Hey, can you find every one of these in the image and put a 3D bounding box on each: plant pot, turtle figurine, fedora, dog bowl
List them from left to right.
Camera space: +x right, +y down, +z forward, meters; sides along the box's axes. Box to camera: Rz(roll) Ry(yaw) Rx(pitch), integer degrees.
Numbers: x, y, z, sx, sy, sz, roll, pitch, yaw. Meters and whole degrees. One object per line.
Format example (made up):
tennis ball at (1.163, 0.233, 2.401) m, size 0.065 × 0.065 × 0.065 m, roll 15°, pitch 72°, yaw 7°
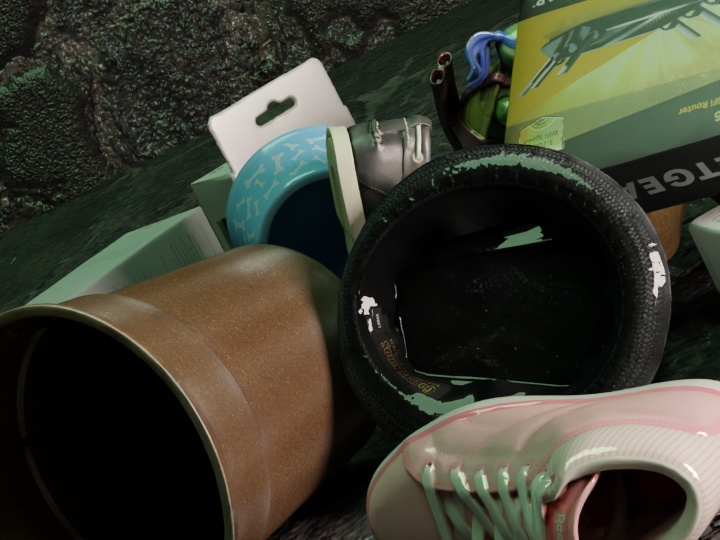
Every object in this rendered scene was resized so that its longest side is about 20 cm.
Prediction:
plant pot at (-0.098, 0.085, 1.030) m, size 0.200 × 0.200 × 0.198 m, roll -18°, pitch 7°, yaw 37°
dog bowl at (0.000, 0.000, 1.144) m, size 0.111 × 0.200 × 0.050 m, roll -37°, pitch 30°, yaw 3°
fedora at (0.089, 0.025, 1.002) m, size 0.200 × 0.201 × 0.092 m, roll -22°, pitch -20°, yaw 24°
turtle figurine at (0.135, -0.068, 1.235) m, size 0.200 × 0.194 × 0.144 m, roll 0°, pitch 34°, yaw -35°

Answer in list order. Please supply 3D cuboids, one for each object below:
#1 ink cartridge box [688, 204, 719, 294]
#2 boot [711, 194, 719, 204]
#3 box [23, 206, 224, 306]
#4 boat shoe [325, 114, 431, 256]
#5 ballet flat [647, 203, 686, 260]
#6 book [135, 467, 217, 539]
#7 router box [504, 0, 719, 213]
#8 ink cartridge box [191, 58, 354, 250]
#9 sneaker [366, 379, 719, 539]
ink cartridge box at (0.267, -0.014, 0.909) m, size 0.116 × 0.068 × 0.200 m, roll -29°, pitch 13°, yaw -9°
boot at (0.254, -0.123, 1.238) m, size 0.155 × 0.074 × 0.200 m, roll 16°, pitch 53°, yaw 45°
box at (-0.193, 0.051, 1.483) m, size 0.097 × 0.124 × 0.200 m, roll -17°, pitch 15°, yaw 39°
boat shoe at (0.028, 0.002, 1.084) m, size 0.068 × 0.200 × 0.072 m, roll -14°, pitch 26°, yaw -9°
ballet flat at (0.179, -0.107, 1.125) m, size 0.068 × 0.200 × 0.072 m, roll 1°, pitch -17°, yaw -33°
book at (-0.164, 0.173, 1.125) m, size 0.134 × 0.048 × 0.200 m, roll -10°, pitch 19°, yaw 39°
router box at (0.181, -0.115, 1.025) m, size 0.200 × 0.052 × 0.157 m, roll -16°, pitch 51°, yaw 34°
ink cartridge box at (-0.043, -0.043, 1.338) m, size 0.116 × 0.200 × 0.068 m, roll -34°, pitch 14°, yaw -31°
sneaker at (0.077, 0.104, 0.805) m, size 0.200 × 0.075 × 0.105 m, roll -16°, pitch 11°, yaw 27°
